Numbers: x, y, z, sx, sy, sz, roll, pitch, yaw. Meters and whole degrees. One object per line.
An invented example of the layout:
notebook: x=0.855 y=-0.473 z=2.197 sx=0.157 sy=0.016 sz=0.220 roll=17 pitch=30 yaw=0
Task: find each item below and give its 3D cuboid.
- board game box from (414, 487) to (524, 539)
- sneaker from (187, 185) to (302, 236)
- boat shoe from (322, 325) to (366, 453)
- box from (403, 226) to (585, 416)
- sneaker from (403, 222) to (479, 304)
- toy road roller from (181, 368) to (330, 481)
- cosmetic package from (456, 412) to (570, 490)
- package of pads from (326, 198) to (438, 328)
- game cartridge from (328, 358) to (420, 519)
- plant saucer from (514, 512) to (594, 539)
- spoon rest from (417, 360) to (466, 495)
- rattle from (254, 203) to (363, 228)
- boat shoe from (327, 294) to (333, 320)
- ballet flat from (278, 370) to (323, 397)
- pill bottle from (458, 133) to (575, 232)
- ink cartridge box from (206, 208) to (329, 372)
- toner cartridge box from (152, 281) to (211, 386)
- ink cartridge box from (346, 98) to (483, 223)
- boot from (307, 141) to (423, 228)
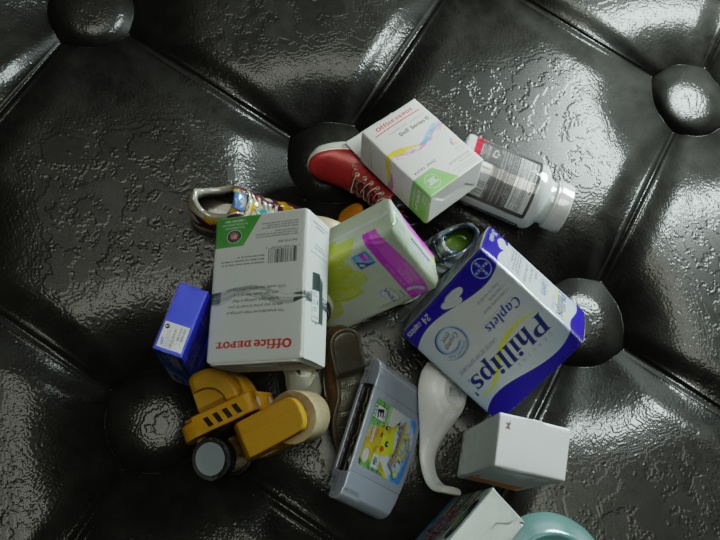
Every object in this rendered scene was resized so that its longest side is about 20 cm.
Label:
board game box: x=0.124 y=0.374 z=1.050 sx=0.064 sy=0.200 sz=0.147 roll=45 pitch=71 yaw=9
sneaker: x=-0.171 y=-0.087 z=1.221 sx=0.196 sy=0.090 sz=0.077 roll=3 pitch=71 yaw=-7
boat shoe: x=-0.019 y=0.183 z=1.167 sx=0.071 sy=0.068 sz=0.205 roll=-3 pitch=92 yaw=-20
box: x=0.197 y=0.079 z=1.150 sx=0.199 sy=0.105 sz=0.184 roll=40 pitch=114 yaw=-1
sneaker: x=0.109 y=-0.019 z=1.243 sx=0.199 sy=0.081 sz=0.074 roll=-36 pitch=79 yaw=-17
toy road roller: x=-0.155 y=0.193 z=1.087 sx=0.197 sy=0.123 sz=0.148 roll=-25 pitch=77 yaw=7
cosmetic package: x=0.210 y=0.259 z=1.100 sx=0.099 sy=0.200 sz=0.073 roll=13 pitch=70 yaw=-2
package of pads: x=0.000 y=0.000 z=1.145 sx=0.197 sy=0.155 sz=0.069 roll=-25 pitch=45 yaw=20
game cartridge: x=0.029 y=0.246 z=1.126 sx=0.040 sy=0.133 sz=0.203 roll=2 pitch=65 yaw=38
plant saucer: x=0.278 y=0.456 z=1.132 sx=0.196 sy=0.036 sz=0.204 roll=3 pitch=71 yaw=-7
spoon rest: x=0.119 y=0.231 z=1.170 sx=0.098 sy=0.060 sz=0.204 roll=22 pitch=62 yaw=-37
rattle: x=-0.085 y=-0.087 z=1.192 sx=0.197 sy=0.130 sz=0.145 roll=23 pitch=71 yaw=-18
boat shoe: x=-0.132 y=0.089 z=1.122 sx=0.196 sy=0.075 sz=0.066 roll=-16 pitch=27 yaw=18
ballet flat: x=-0.091 y=0.140 z=1.168 sx=0.067 sy=0.069 sz=0.204 roll=-5 pitch=73 yaw=-11
pill bottle: x=0.246 y=-0.137 z=1.286 sx=0.197 sy=0.111 sz=0.112 roll=23 pitch=70 yaw=0
ink cartridge box: x=-0.122 y=0.032 z=1.052 sx=0.144 sy=0.083 sz=0.204 roll=-4 pitch=73 yaw=20
toner cartridge box: x=-0.239 y=0.096 z=1.092 sx=0.042 sy=0.200 sz=0.096 roll=19 pitch=69 yaw=2
ink cartridge box: x=0.078 y=-0.184 z=1.209 sx=0.116 sy=0.068 sz=0.200 roll=-35 pitch=65 yaw=-21
boot: x=0.008 y=-0.129 z=1.242 sx=0.196 sy=0.073 sz=0.146 roll=12 pitch=41 yaw=-5
